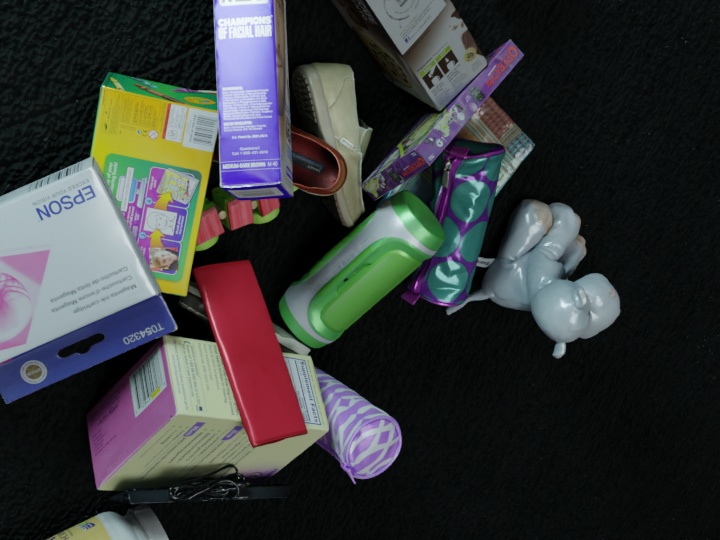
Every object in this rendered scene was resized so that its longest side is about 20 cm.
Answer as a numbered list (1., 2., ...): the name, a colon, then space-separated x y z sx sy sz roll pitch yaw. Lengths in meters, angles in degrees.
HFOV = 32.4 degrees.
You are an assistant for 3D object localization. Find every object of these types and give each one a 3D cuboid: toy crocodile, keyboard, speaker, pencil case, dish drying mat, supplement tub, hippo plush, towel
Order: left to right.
1. supplement tub: -0.310 0.362 1.400 0.199 0.145 0.146 -23 127 -23
2. keyboard: -0.168 0.236 1.369 0.199 0.104 0.040 3 78 -30
3. toy crocodile: -0.141 -0.067 1.325 0.199 0.062 0.068 -26 128 -20
4. dish drying mat: -0.118 0.086 1.316 0.076 0.201 0.018 -7 161 -44
5. pencil case: -0.037 0.173 1.451 0.085 0.200 0.084 -34 121 -22
6. speaker: 0.000 0.000 1.414 0.200 0.089 0.088 -41 135 18
7. pencil case: 0.107 -0.059 1.460 0.092 0.085 0.202 -15 124 -48
8. towel: 0.116 -0.112 1.507 0.200 0.022 0.146 -52 133 1
9. hippo plush: 0.244 0.009 1.572 0.199 0.161 0.161 -6 120 -32

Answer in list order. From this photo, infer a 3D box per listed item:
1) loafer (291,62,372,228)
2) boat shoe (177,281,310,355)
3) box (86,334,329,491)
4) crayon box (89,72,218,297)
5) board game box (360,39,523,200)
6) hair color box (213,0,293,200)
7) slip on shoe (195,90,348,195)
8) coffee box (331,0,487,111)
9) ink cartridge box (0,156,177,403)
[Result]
1. loafer: -0.020 -0.138 1.360 0.068 0.076 0.201 -23 126 -15
2. boat shoe: -0.137 0.073 1.404 0.201 0.072 0.061 35 89 -46
3. box: -0.170 0.166 1.369 0.199 0.097 0.176 12 139 -38
4. crayon box: -0.212 -0.083 1.234 0.118 0.058 0.202 11 110 -8
5. board game box: 0.090 -0.164 1.354 0.032 0.120 0.200 44 59 -6
6. hair color box: -0.102 -0.174 1.197 0.064 0.109 0.202 -4 87 3
7. slip on shoe: -0.103 -0.131 1.276 0.199 0.061 0.075 23 92 -10
8. coffee box: 0.035 -0.275 1.294 0.080 0.113 0.200 -45 133 -5
9. ink cartridge box: -0.304 0.019 1.206 0.195 0.043 0.201 -24 112 0
